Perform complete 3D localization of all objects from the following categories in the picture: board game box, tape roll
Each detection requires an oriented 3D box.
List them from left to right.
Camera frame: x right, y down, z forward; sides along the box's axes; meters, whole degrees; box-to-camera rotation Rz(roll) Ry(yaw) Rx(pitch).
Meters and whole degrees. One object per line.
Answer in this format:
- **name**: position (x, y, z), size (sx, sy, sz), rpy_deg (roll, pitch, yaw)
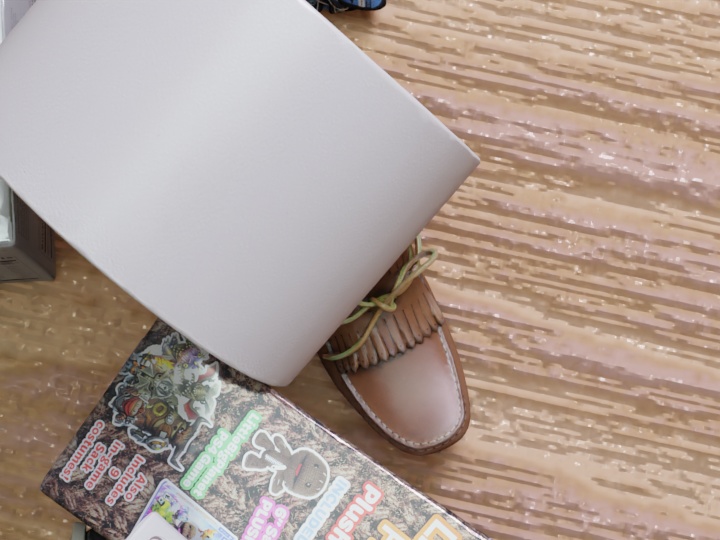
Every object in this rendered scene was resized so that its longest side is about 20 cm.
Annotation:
- **tape roll**: position (-0.064, -0.063, 0.789), size (0.203, 0.203, 0.139), rpy_deg (41, 94, 7)
- **board game box**: position (-0.028, 0.126, 0.827), size (0.200, 0.159, 0.097), rpy_deg (33, 83, 12)

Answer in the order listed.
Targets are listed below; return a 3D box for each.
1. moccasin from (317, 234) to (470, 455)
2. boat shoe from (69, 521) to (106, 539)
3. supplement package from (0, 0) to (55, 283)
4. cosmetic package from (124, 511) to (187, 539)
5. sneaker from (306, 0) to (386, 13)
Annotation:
- **moccasin**: position (0.002, -0.001, 0.899), size (0.073, 0.078, 0.202), rpy_deg (-18, 81, -3)
- **boat shoe**: position (-0.107, 0.213, 0.845), size (0.060, 0.074, 0.201), rpy_deg (-5, 106, -1)
- **supplement package**: position (-0.248, -0.096, 0.903), size (0.155, 0.111, 0.201), rpy_deg (-4, 81, 0)
- **cosmetic package**: position (-0.054, 0.211, 0.728), size (0.200, 0.113, 0.081), rpy_deg (42, 47, 3)
- **sneaker**: position (-0.030, -0.161, 0.927), size (0.090, 0.078, 0.200), rpy_deg (38, 84, 3)
